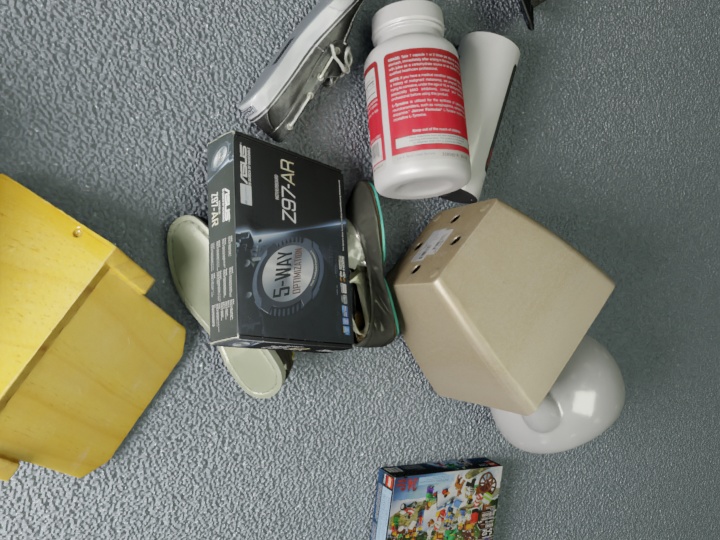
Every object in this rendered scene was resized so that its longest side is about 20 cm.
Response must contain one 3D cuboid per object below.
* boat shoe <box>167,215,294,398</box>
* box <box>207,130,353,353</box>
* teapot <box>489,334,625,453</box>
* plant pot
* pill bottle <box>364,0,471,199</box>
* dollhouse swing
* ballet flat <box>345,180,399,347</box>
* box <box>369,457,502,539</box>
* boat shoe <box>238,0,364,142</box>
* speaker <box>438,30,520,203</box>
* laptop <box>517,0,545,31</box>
[{"bbox_3d":[-0.133,0.033,0.694,0.204,0.071,0.061,65,21,-9],"label":"boat shoe"},{"bbox_3d":[-0.079,-0.022,0.677,0.159,0.043,0.204,13,68,-48],"label":"box"},{"bbox_3d":[0.252,0.136,0.904,0.196,0.200,0.148,-30,101,-16],"label":"teapot"},{"bbox_3d":[0.146,0.029,0.814,0.177,0.199,0.200,46,70,-17],"label":"plant pot"},{"bbox_3d":[0.062,-0.192,0.758,0.111,0.112,0.204,0,81,-34],"label":"pill bottle"},{"bbox_3d":[-0.290,0.064,0.604,0.180,0.176,0.202,30,75,10],"label":"dollhouse swing"},{"bbox_3d":[0.000,0.000,0.779,0.067,0.068,0.203,-16,104,-23],"label":"ballet flat"},{"bbox_3d":[0.104,0.334,0.904,0.197,0.037,0.139,6,92,-35],"label":"box"},{"bbox_3d":[-0.045,-0.227,0.713,0.068,0.073,0.201,40,73,-26],"label":"boat shoe"},{"bbox_3d":[0.137,-0.190,0.841,0.080,0.081,0.203,21,83,-34],"label":"speaker"},{"bbox_3d":[0.236,-0.437,0.861,0.179,0.102,0.201,61,26,-23],"label":"laptop"}]
